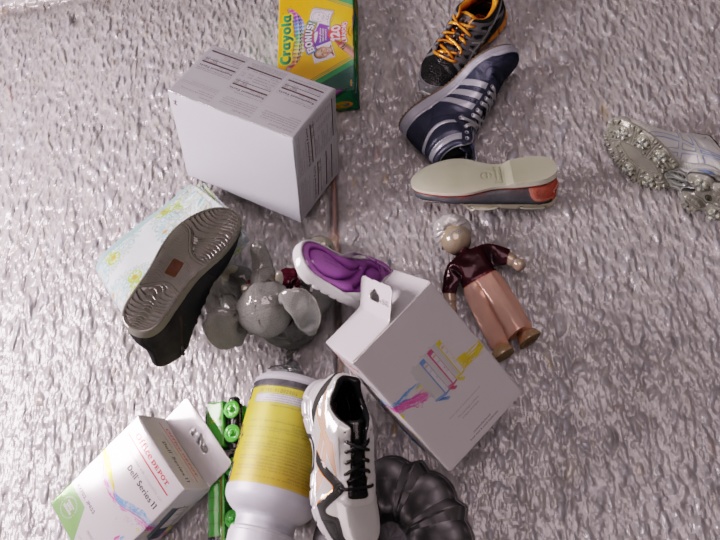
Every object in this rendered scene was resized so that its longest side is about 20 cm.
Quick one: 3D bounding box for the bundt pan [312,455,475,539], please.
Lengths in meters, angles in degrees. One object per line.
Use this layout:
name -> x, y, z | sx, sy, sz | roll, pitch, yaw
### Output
bundt pan -> 0.034, 0.310, 0.932 | 0.197, 0.076, 0.206 | -3, 67, 8

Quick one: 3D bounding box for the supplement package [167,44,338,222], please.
supplement package -> -0.142, -0.187, 1.107 | 0.197, 0.157, 0.112 | 23, 55, 18

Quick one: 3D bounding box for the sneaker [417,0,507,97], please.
sneaker -> 0.144, -0.337, 1.175 | 0.077, 0.077, 0.202 | 29, 77, 17

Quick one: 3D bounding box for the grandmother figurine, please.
grandmother figurine -> 0.157, 0.011, 1.043 | 0.120, 0.061, 0.202 | -25, 69, -11

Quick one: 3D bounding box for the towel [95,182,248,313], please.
towel -> -0.258, -0.026, 1.096 | 0.200, 0.048, 0.171 | -42, 40, -8

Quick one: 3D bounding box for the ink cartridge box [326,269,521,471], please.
ink cartridge box -> 0.061, 0.102, 0.932 | 0.125, 0.128, 0.200 | -44, 105, -9

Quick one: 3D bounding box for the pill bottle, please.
pill bottle -> -0.096, 0.232, 0.955 | 0.110, 0.113, 0.204 | 7, 63, 12

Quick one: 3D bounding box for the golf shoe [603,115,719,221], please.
golf shoe -> 0.419, -0.150, 1.067 | 0.199, 0.079, 0.097 | 38, 61, 15

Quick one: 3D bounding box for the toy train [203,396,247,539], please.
toy train -> -0.168, 0.259, 1.006 | 0.055, 0.042, 0.204 | -11, 66, 16

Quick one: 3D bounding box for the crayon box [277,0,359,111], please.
crayon box -> -0.063, -0.337, 1.219 | 0.116, 0.058, 0.204 | -5, 68, 7

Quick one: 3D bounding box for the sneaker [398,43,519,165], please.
sneaker -> 0.160, -0.222, 1.127 | 0.198, 0.070, 0.109 | -36, 62, 2

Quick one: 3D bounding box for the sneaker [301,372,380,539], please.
sneaker -> -0.017, 0.208, 0.883 | 0.072, 0.080, 0.204 | -2, 67, -31

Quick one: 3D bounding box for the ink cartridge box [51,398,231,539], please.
ink cartridge box -> -0.266, 0.260, 0.984 | 0.200, 0.067, 0.117 | -45, 67, 4

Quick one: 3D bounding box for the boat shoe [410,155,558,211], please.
boat shoe -> 0.167, -0.109, 1.086 | 0.195, 0.063, 0.072 | -4, 49, 8

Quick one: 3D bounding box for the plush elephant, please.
plush elephant -> -0.113, 0.036, 1.022 | 0.161, 0.155, 0.204 | -11, 66, 5

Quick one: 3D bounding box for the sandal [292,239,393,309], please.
sandal -> 0.002, 0.007, 1.001 | 0.049, 0.201, 0.084 | -34, 59, 33

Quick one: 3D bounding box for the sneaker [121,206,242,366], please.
sneaker -> -0.215, 0.017, 1.003 | 0.074, 0.107, 0.201 | 28, 64, 17
